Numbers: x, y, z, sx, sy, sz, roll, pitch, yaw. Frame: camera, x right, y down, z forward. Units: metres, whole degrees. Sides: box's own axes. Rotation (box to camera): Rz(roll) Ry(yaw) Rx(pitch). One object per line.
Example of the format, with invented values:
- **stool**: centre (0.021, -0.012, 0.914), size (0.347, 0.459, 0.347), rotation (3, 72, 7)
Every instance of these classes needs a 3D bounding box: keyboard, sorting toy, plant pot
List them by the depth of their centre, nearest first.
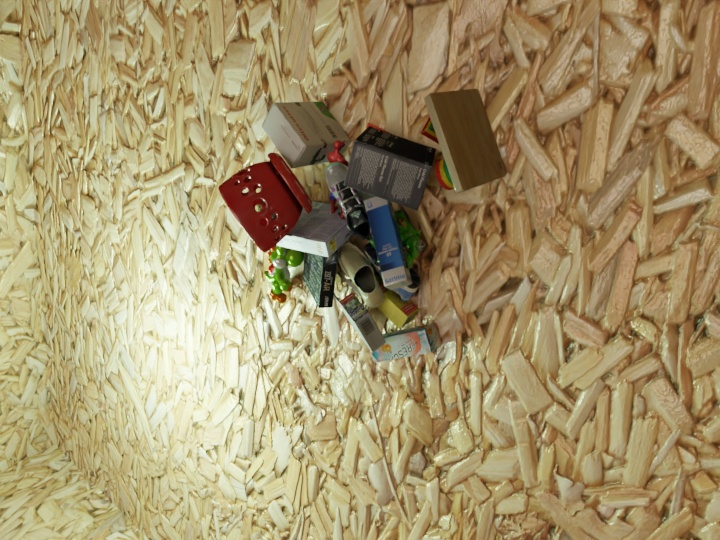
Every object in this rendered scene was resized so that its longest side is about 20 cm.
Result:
- **sorting toy**: centre (0.213, -0.276, 1.145), size (0.069, 0.196, 0.206), rotation (-18, 93, 45)
- **plant pot**: centre (-0.233, -0.180, 1.332), size (0.181, 0.200, 0.203), rotation (-37, 79, 0)
- **keyboard**: centre (-0.025, 0.044, 1.471), size (0.011, 0.056, 0.199), rotation (-44, 50, -4)

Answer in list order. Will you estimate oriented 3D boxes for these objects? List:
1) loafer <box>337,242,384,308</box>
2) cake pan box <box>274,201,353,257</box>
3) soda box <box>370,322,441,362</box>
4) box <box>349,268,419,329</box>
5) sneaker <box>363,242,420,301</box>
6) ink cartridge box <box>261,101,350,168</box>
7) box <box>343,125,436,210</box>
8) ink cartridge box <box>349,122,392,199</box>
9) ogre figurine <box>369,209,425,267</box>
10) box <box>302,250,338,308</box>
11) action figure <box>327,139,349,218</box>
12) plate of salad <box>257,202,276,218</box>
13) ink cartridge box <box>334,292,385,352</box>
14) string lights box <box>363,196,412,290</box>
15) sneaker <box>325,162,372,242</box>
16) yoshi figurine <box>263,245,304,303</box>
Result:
- **loafer**: centre (0.000, 0.000, 1.378), size (0.202, 0.074, 0.069), rotation (55, 170, 24)
- **cake pan box**: centre (-0.114, -0.118, 1.437), size (0.195, 0.184, 0.054), rotation (11, 127, 31)
- **soda box**: centre (0.118, 0.197, 1.429), size (0.196, 0.068, 0.066), rotation (-19, 90, 38)
- **box**: centre (0.063, 0.064, 1.430), size (0.200, 0.074, 0.051), rotation (45, 124, 19)
- **sneaker**: centre (0.072, 0.003, 1.403), size (0.200, 0.074, 0.078), rotation (47, 143, 30)
- **ink cartridge box**: centre (-0.140, -0.357, 1.376), size (0.148, 0.198, 0.084), rotation (53, 127, 10)
- **box**: centre (0.073, -0.241, 1.220), size (0.177, 0.201, 0.107), rotation (18, 116, 4)
- **ink cartridge box**: centre (0.022, -0.266, 1.379), size (0.107, 0.050, 0.205), rotation (30, 120, 26)
- **ogre figurine**: centre (0.089, -0.076, 1.345), size (0.119, 0.202, 0.098), rotation (-39, 122, 14)
- **box**: centre (-0.117, -0.013, 1.492), size (0.200, 0.042, 0.166), rotation (-130, 43, -61)
- **action figure**: centre (-0.041, -0.251, 1.368), size (0.064, 0.099, 0.204), rotation (24, 138, 27)
- **plate of salad**: centre (-0.267, -0.172, 1.575), size (0.197, 0.047, 0.207), rotation (-23, 58, 43)
- **ink cartridge box**: centre (-0.006, 0.127, 1.451), size (0.111, 0.050, 0.200), rotation (60, 174, -28)
- **string lights box**: centre (0.067, -0.064, 1.241), size (0.057, 0.103, 0.207), rotation (-15, 80, 10)
- **sneaker**: centre (-0.017, -0.159, 1.285), size (0.076, 0.141, 0.202), rotation (-30, 123, 9)
- **yoshi figurine**: centre (-0.218, -0.001, 1.588), size (0.113, 0.110, 0.204), rotation (46, 141, 35)
